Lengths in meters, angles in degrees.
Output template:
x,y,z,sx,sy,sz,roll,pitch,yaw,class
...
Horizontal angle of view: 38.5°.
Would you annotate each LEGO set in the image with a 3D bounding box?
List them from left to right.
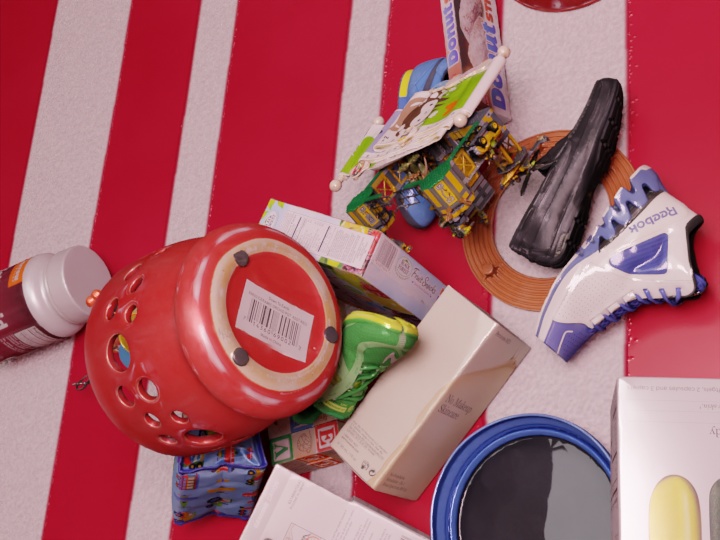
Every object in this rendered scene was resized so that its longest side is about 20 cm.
x,y,z,sx,sy,sz,roll,pitch,yaw,class
0.093,-0.070,1.036,0.199,0.116,0.154,-19,30,50,LEGO set

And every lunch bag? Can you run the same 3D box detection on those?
x,y,z,sx,sy,sz,roll,pitch,yaw,class
-0.164,0.155,1.134,0.093,0.151,0.202,-1,58,-13,lunch bag

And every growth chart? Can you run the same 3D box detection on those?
x,y,z,sx,sy,sz,roll,pitch,yaw,class
0.063,-0.158,1.072,0.199,0.018,0.145,-23,29,40,growth chart

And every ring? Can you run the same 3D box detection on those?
x,y,z,sx,sy,sz,roll,pitch,yaw,class
0.196,-0.056,1.079,0.199,0.019,0.202,-10,68,27,ring

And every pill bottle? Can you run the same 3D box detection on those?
x,y,z,sx,sy,sz,roll,pitch,yaw,class
-0.431,0.045,1.353,0.199,0.114,0.115,-21,63,23,pill bottle

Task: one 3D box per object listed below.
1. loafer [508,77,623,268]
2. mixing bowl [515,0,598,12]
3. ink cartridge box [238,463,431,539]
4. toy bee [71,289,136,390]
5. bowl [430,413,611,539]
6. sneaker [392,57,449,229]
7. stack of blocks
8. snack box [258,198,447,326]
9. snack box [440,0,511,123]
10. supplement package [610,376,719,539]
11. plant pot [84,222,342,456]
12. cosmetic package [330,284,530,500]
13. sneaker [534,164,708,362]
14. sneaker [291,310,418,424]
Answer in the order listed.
x,y,z,sx,sy,sz,roll,pitch,yaw,class
0.208,-0.102,1.036,0.070,0.068,0.202,20,87,26,loafer
0.220,-0.402,1.137,0.198,0.108,0.202,-11,66,27,mixing bowl
-0.048,0.318,1.022,0.175,0.045,0.201,27,86,3,ink cartridge box
-0.281,0.069,1.247,0.199,0.109,0.131,-27,20,-4,toy bee
0.162,0.239,0.979,0.199,0.039,0.203,-11,67,27,bowl
0.082,-0.146,1.145,0.078,0.066,0.202,-10,65,38,sneaker
-0.069,0.118,1.147,0.114,0.058,0.202,-20,64,23,stack of blocks
0.000,0.000,1.062,0.141,0.200,0.053,19,80,34,snack box
0.126,-0.262,1.161,0.024,0.071,0.202,-28,58,46,snack box
0.281,0.201,0.834,0.150,0.151,0.202,0,72,12,supplement package
-0.128,0.058,0.962,0.182,0.199,0.202,-25,59,43,plant pot
0.072,0.126,1.036,0.073,0.103,0.201,40,96,33,cosmetic package
0.258,0.012,0.973,0.115,0.080,0.200,35,98,23,sneaker
-0.008,0.100,1.001,0.200,0.074,0.084,-38,42,49,sneaker
